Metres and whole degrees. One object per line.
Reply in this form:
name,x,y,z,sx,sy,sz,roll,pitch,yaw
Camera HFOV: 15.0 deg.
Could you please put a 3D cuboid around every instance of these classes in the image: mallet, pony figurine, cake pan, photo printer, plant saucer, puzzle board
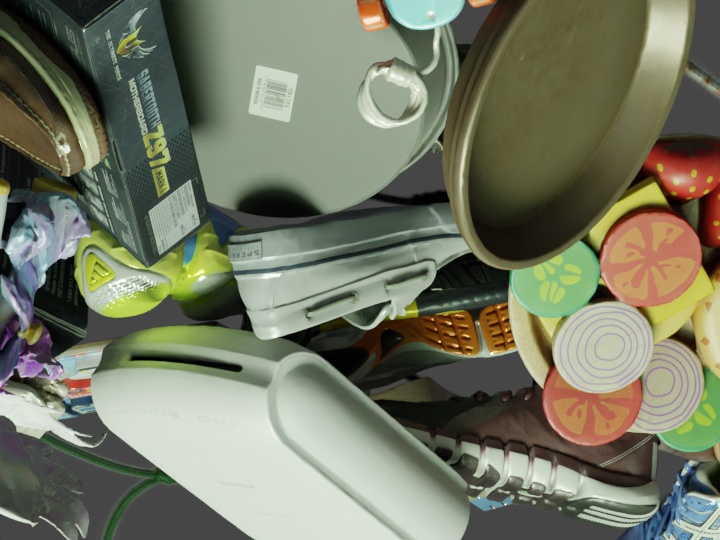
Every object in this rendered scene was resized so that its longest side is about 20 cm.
mallet,0.024,0.025,1.633,0.199,0.041,0.066,-9,171,-12
pony figurine,-0.216,0.043,1.434,0.192,0.167,0.201,18,99,-7
cake pan,-0.047,-0.106,1.470,0.199,0.037,0.201,5,132,6
photo printer,-0.052,0.100,1.606,0.166,0.070,0.200,3,150,43
plant saucer,0.107,-0.096,1.434,0.029,0.200,0.200,30,157,30
puzzle board,-0.158,0.068,1.722,0.199,0.017,0.151,-11,167,15

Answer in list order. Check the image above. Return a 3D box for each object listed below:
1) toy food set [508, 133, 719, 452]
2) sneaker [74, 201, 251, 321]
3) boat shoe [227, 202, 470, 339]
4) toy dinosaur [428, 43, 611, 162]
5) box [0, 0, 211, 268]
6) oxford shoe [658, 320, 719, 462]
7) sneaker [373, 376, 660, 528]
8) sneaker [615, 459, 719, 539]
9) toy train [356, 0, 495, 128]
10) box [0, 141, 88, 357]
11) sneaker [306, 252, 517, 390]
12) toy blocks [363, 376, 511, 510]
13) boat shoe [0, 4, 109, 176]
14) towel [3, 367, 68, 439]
toy food set,0.182,0.016,1.604,0.197,0.049,0.200,-30,116,6
sneaker,-0.102,-0.029,1.599,0.076,0.106,0.200,-25,167,24
boat shoe,0.000,0.000,1.564,0.199,0.067,0.073,-9,-175,-43
toy dinosaur,0.039,-0.098,1.521,0.199,0.048,0.088,18,134,-17
box,-0.155,-0.114,1.408,0.051,0.158,0.200,-38,148,-20
oxford shoe,0.199,0.067,1.728,0.072,0.071,0.200,-4,145,15
sneaker,0.096,0.082,1.693,0.199,0.116,0.076,16,161,-13
sneaker,0.233,0.160,1.862,0.200,0.076,0.077,-36,126,27
toy train,-0.029,-0.169,1.377,0.200,0.056,0.150,33,115,-10
box,-0.290,-0.007,1.575,0.196,0.124,0.200,29,135,-36
sneaker,0.036,0.031,1.691,0.199,0.076,0.092,-12,170,3
toy blocks,0.011,0.136,1.815,0.199,0.100,0.137,-18,152,21
boat shoe,-0.208,-0.098,1.364,0.075,0.202,0.075,-37,142,-20
towel,-0.278,0.072,1.554,0.199,0.035,0.133,20,138,-24
